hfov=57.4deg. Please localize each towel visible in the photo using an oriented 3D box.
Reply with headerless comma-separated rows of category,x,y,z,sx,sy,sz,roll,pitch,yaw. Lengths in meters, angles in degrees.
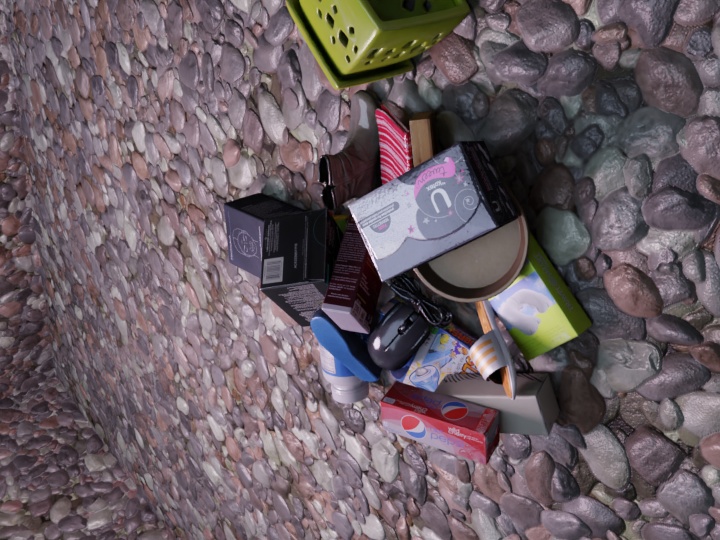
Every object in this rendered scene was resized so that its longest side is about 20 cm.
towel,0.060,-0.166,1.131,0.145,0.022,0.202,-119,20,-54

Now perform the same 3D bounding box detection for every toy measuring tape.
toy measuring tape,-0.048,-0.085,1.324,0.199,0.073,0.074,3,111,48

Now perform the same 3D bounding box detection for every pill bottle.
pill bottle,-0.030,0.173,1.396,0.112,0.112,0.202,14,119,44

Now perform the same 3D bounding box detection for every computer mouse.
computer mouse,0.065,0.112,1.189,0.138,0.053,0.201,38,127,13

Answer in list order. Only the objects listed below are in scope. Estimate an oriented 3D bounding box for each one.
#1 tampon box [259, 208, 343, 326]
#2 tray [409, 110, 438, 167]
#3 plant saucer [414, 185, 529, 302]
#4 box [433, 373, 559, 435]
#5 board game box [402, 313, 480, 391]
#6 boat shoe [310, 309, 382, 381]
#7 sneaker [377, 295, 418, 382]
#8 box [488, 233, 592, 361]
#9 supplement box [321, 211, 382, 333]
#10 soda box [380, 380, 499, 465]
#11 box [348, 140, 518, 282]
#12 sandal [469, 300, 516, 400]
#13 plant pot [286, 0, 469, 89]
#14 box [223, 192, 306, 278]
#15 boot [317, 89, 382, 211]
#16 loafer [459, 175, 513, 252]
tampon box,-0.092,0.000,1.259,0.125,0.200,0.151,-7,64,14
tray,0.113,-0.154,1.087,0.037,0.099,0.202,-4,109,12
plant saucer,0.164,-0.051,1.018,0.198,0.029,0.202,5,102,26
box,0.229,0.227,1.126,0.199,0.068,0.083,-6,114,37
board game box,0.162,0.193,1.228,0.135,0.034,0.201,34,132,17
boat shoe,-0.026,0.137,1.285,0.084,0.069,0.200,-2,136,39
sneaker,0.068,0.138,1.291,0.074,0.082,0.202,22,126,39
box,0.261,0.031,1.048,0.201,0.047,0.122,59,142,10
supplement box,0.000,0.000,1.192,0.060,0.202,0.109,7,159,23
soda box,0.134,0.257,1.122,0.198,0.063,0.071,12,124,31
box,0.104,-0.088,0.961,0.199,0.115,0.133,-26,88,28
sandal,0.204,0.124,1.083,0.079,0.059,0.208,77,179,-52
plant pot,0.011,-0.403,1.012,0.201,0.198,0.181,60,146,7
box,-0.205,-0.071,1.478,0.199,0.107,0.150,24,125,39
boot,-0.020,-0.213,1.181,0.067,0.130,0.202,18,121,41
loafer,0.184,-0.066,1.059,0.067,0.076,0.201,33,125,24
